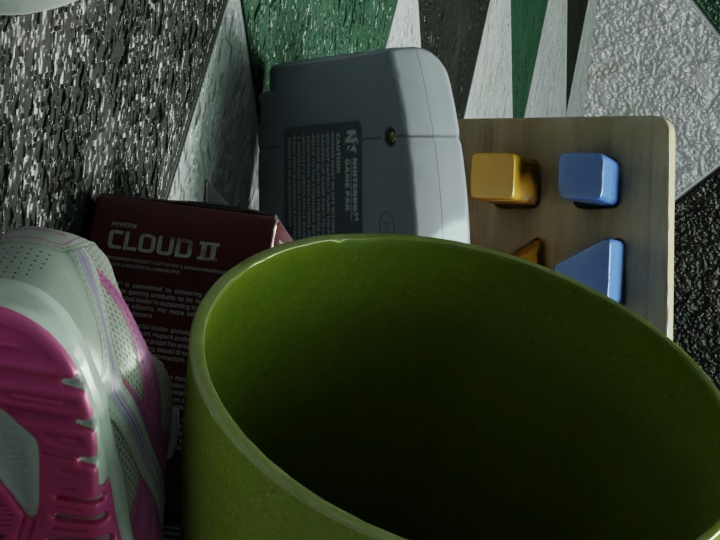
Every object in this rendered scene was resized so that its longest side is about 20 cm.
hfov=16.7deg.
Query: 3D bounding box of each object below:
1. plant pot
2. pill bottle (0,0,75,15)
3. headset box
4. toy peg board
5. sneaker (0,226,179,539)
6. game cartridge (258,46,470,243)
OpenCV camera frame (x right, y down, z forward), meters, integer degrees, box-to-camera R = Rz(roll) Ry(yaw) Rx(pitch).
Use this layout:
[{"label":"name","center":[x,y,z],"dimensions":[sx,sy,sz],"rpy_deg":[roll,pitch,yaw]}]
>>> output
[{"label":"plant pot","center":[0.013,0.121,0.841],"dimensions":[0.187,0.186,0.201],"rpy_deg":[-66,173,-60]},{"label":"pill bottle","center":[-0.095,-0.142,0.520],"dimensions":[0.200,0.113,0.115],"rpy_deg":[73,26,-67]},{"label":"headset box","center":[-0.067,0.067,0.964],"dimensions":[0.149,0.077,0.202],"rpy_deg":[57,41,-76]},{"label":"toy peg board","center":[0.052,0.021,1.232],"dimensions":[0.098,0.198,0.202],"rpy_deg":[6,85,-73]},{"label":"sneaker","center":[-0.093,0.070,0.795],"dimensions":[0.088,0.081,0.201],"rpy_deg":[-69,164,-50]},{"label":"game cartridge","center":[0.000,0.000,1.140],"dimensions":[0.041,0.133,0.202],"rpy_deg":[-1,91,-39]}]
